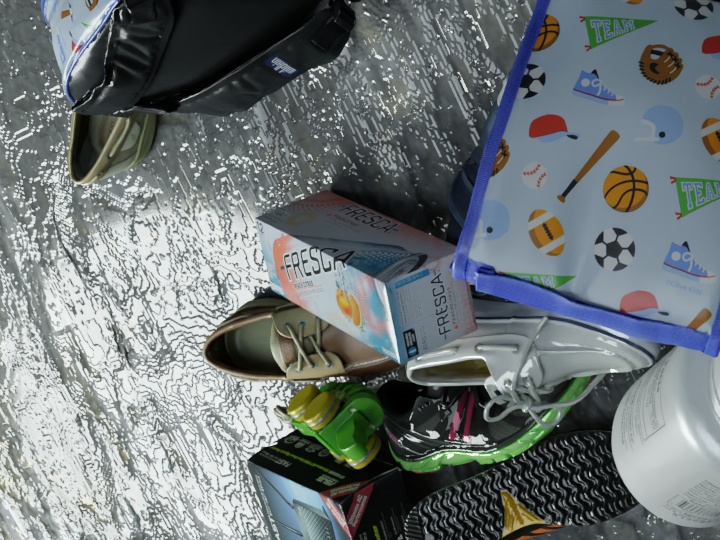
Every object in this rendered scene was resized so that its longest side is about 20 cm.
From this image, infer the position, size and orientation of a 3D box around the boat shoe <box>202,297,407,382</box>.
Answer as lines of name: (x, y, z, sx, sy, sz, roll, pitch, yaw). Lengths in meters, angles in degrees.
boat shoe: (-0.039, 0.057, 1.266, 0.199, 0.074, 0.076, -10, 98, 37)

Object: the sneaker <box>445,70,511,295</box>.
sneaker: (0.148, -0.020, 1.093, 0.202, 0.077, 0.147, 41, 123, 16)

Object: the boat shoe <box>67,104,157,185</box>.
boat shoe: (-0.193, -0.159, 1.264, 0.073, 0.063, 0.202, 30, 128, 17)

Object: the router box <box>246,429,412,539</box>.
router box: (-0.007, 0.242, 1.326, 0.149, 0.062, 0.202, 12, 124, 57)

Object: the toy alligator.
toy alligator: (-0.022, 0.110, 1.278, 0.059, 0.054, 0.200, 44, 170, -16)

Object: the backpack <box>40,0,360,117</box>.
backpack: (-0.132, -0.192, 1.129, 0.190, 0.199, 0.155, -44, 54, 43)

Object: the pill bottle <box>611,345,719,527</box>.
pill bottle: (0.240, 0.088, 1.023, 0.114, 0.114, 0.200, 43, 159, 7)

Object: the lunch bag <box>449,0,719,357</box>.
lunch bag: (0.158, -0.059, 0.966, 0.169, 0.201, 0.124, 15, 157, 10)

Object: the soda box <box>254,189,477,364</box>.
soda box: (0.000, 0.000, 1.163, 0.200, 0.068, 0.064, 25, 133, 57)

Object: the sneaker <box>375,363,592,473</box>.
sneaker: (0.085, 0.095, 1.208, 0.199, 0.077, 0.084, -22, 105, 39)

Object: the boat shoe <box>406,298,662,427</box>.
boat shoe: (0.110, 0.068, 1.117, 0.201, 0.087, 0.075, 3, 154, 39)

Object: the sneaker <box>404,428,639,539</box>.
sneaker: (0.133, 0.166, 1.225, 0.199, 0.090, 0.070, -22, 84, 14)
